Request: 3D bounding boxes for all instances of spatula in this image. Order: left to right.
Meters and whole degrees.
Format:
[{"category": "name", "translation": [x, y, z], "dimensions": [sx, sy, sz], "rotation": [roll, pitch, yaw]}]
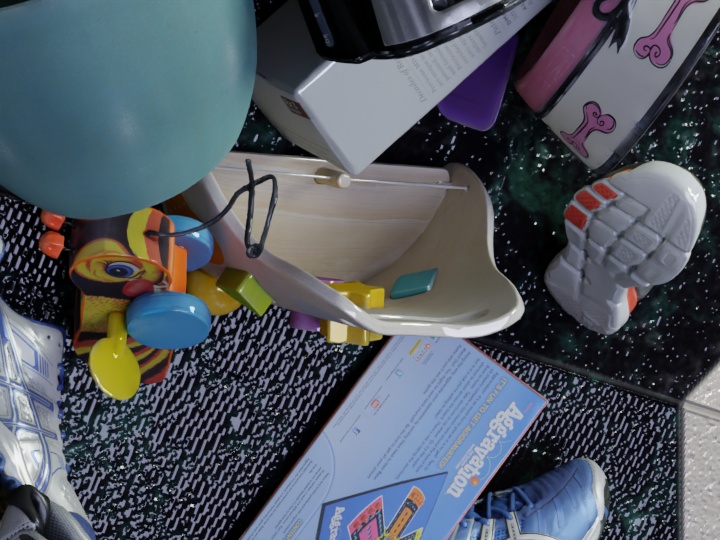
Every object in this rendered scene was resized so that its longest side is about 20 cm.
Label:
[{"category": "spatula", "translation": [0.101, -0.179, 1.716], "dimensions": [0.021, 0.057, 0.200], "rotation": [36, 79, -45]}]

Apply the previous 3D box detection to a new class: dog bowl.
[{"category": "dog bowl", "translation": [0.164, -0.158, 1.676], "dimensions": [0.074, 0.200, 0.200], "rotation": [32, 89, -4]}]

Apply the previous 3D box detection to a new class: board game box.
[{"category": "board game box", "translation": [0.015, 0.130, 1.750], "dimensions": [0.103, 0.019, 0.200], "rotation": [37, 86, 3]}]

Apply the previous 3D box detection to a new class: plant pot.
[{"category": "plant pot", "translation": [-0.145, -0.126, 1.513], "dimensions": [0.201, 0.201, 0.161], "rotation": [-32, 126, -16]}]

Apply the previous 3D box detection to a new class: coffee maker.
[{"category": "coffee maker", "translation": [0.003, -0.224, 1.525], "dimensions": [0.135, 0.192, 0.200], "rotation": [-21, 106, 5]}]

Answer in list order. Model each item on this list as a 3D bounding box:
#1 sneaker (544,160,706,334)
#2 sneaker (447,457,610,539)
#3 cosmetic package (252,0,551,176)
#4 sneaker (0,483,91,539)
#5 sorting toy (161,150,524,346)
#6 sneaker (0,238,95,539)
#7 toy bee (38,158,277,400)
[{"category": "sneaker", "translation": [0.171, -0.032, 1.737], "dimensions": [0.077, 0.200, 0.082], "rotation": [44, 66, 3]}, {"category": "sneaker", "translation": [0.070, 0.176, 1.790], "dimensions": [0.200, 0.076, 0.077], "rotation": [-35, 118, -12]}, {"category": "cosmetic package", "translation": [0.030, -0.152, 1.650], "dimensions": [0.200, 0.102, 0.074], "rotation": [-43, 120, -9]}, {"category": "sneaker", "translation": [-0.216, 0.158, 1.544], "dimensions": [0.200, 0.075, 0.116], "rotation": [17, 112, -2]}, {"category": "sorting toy", "translation": [0.000, 0.000, 1.635], "dimensions": [0.200, 0.180, 0.107], "rotation": [4, 104, -29]}, {"category": "sneaker", "translation": [-0.189, 0.071, 1.594], "dimensions": [0.088, 0.075, 0.200], "rotation": [-33, 99, -23]}, {"category": "toy bee", "translation": [-0.131, -0.008, 1.584], "dimensions": [0.109, 0.131, 0.200], "rotation": [11, 127, -17]}]
